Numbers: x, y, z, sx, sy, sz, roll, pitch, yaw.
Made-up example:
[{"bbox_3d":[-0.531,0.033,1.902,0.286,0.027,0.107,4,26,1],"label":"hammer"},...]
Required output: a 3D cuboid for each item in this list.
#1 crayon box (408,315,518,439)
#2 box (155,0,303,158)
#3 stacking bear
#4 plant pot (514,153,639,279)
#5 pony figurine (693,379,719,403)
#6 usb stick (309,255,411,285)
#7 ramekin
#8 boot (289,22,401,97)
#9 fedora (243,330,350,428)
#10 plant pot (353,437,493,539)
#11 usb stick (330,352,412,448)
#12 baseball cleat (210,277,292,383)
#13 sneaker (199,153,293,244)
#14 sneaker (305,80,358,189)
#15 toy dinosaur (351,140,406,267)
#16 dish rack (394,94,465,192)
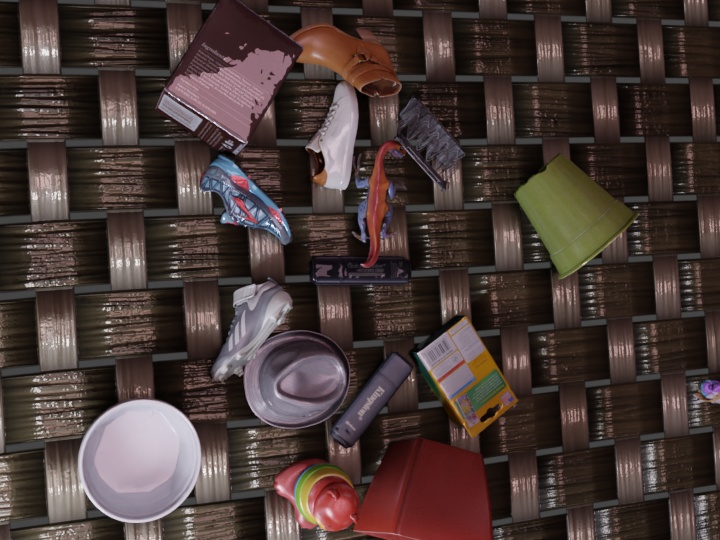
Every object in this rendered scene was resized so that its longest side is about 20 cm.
[{"bbox_3d":[0.199,0.204,1.762,0.125,0.052,0.201,-35,98,-16],"label":"crayon box"},{"bbox_3d":[-0.229,-0.330,1.576,0.163,0.166,0.201,32,79,-14],"label":"box"},{"bbox_3d":[-0.060,0.397,1.589,0.113,0.200,0.122,-35,99,-16],"label":"stacking bear"},{"bbox_3d":[0.404,-0.120,1.785,0.200,0.200,0.190,-40,89,-15],"label":"plant pot"},{"bbox_3d":[0.828,0.257,1.913,0.198,0.193,0.168,21,48,-16],"label":"pony figurine"},{"bbox_3d":[0.000,0.000,1.713,0.198,0.033,0.056,0,81,-18],"label":"usb stick"},{"bbox_3d":[-0.373,0.312,1.537,0.198,0.105,0.202,1,87,-18],"label":"ramekin"},{"bbox_3d":[-0.030,-0.374,1.655,0.198,0.074,0.156,-11,55,-21],"label":"boot"},{"bbox_3d":[-0.104,0.197,1.639,0.198,0.090,0.179,-2,88,-18],"label":"fedora"},{"bbox_3d":[0.125,0.410,1.665,0.198,0.200,0.178,18,71,-17],"label":"plant pot"},{"bbox_3d":[0.021,0.240,1.702,0.055,0.033,0.200,43,76,-13],"label":"usb stick"},{"bbox_3d":[-0.209,0.102,1.629,0.200,0.070,0.106,-46,69,-2],"label":"baseball cleat"},{"bbox_3d":[-0.206,-0.109,1.634,0.200,0.079,0.096,45,85,-3],"label":"sneaker"},{"bbox_3d":[-0.054,-0.254,1.681,0.084,0.073,0.202,6,88,-21],"label":"sneaker"},{"bbox_3d":[0.045,-0.137,1.668,0.104,0.201,0.183,0,131,-12],"label":"toy dinosaur"},{"bbox_3d":[0.127,-0.232,1.689,0.054,0.200,0.153,-41,104,21],"label":"dish rack"}]
